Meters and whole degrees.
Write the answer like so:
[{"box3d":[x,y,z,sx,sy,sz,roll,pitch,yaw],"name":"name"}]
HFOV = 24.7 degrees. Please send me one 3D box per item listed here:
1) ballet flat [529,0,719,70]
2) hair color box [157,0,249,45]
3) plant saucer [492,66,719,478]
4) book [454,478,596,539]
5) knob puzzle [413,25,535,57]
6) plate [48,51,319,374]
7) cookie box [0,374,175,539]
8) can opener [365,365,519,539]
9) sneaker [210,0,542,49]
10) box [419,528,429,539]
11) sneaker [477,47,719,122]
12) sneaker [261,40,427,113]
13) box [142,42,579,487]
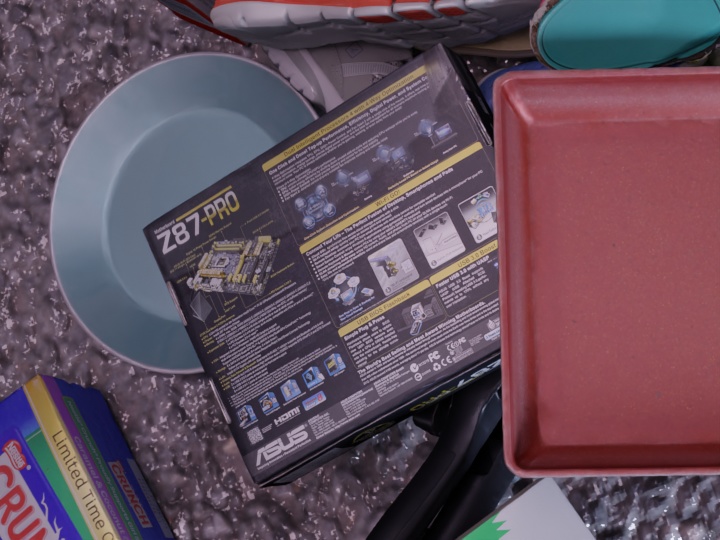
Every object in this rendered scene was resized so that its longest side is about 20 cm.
[{"box3d":[0.179,-0.155,0.828,0.199,0.064,0.076,-22,113,17],"name":"ballet flat"},{"box3d":[-0.069,-0.250,1.002,0.061,0.101,0.201,26,89,24],"name":"hair color box"},{"box3d":[0.165,0.001,0.798,0.199,0.037,0.201,-1,75,2],"name":"plant saucer"},{"box3d":[0.097,0.221,0.810,0.133,0.048,0.200,-36,84,-5],"name":"book"},{"box3d":[0.092,-0.201,0.959,0.218,0.030,0.221,-3,70,7],"name":"knob puzzle"},{"box3d":[-0.101,-0.035,1.014,0.199,0.026,0.202,-4,79,22],"name":"plate"},{"box3d":[-0.215,0.189,0.988,0.200,0.075,0.172,-35,68,11],"name":"cookie box"},{"box3d":[0.051,0.114,0.883,0.078,0.063,0.201,-16,40,59],"name":"can opener"},{"box3d":[0.007,-0.169,0.901,0.199,0.077,0.082,3,84,24],"name":"sneaker"},{"box3d":[0.068,0.262,0.876,0.192,0.047,0.201,22,87,26],"name":"box"},{"box3d":[0.154,-0.095,0.887,0.199,0.077,0.076,2,65,18],"name":"sneaker"},{"box3d":[0.024,-0.099,0.948,0.082,0.075,0.200,-46,67,9],"name":"sneaker"},{"box3d":[0.000,0.000,0.878,0.199,0.049,0.162,-31,76,15],"name":"box"}]
